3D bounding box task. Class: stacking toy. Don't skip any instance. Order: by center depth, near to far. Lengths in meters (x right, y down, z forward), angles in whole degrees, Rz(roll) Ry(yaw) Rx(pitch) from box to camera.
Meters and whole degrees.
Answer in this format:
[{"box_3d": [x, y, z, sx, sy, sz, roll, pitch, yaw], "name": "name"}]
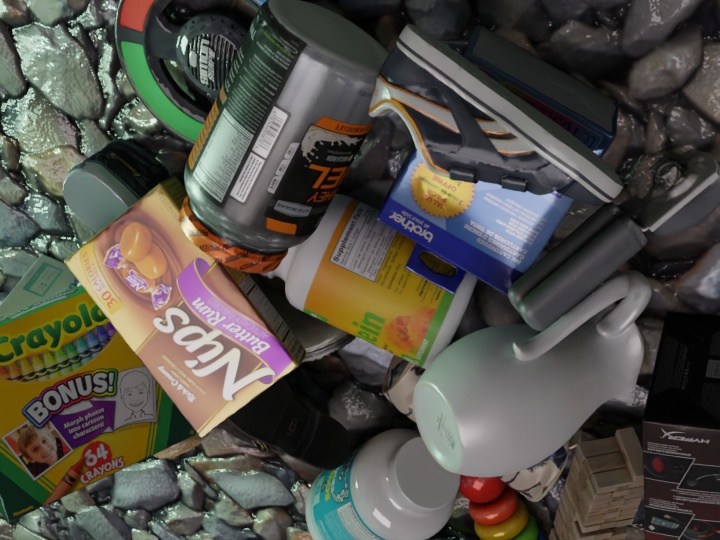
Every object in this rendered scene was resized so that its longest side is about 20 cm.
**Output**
[{"box_3d": [0.149, 0.271, 1.321, 0.085, 0.086, 0.201, -14, 114, 31], "name": "stacking toy"}]

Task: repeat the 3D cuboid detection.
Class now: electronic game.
[{"box_3d": [-0.121, -0.186, 1.104, 0.198, 0.042, 0.202, 12, 129, 14], "name": "electronic game"}]

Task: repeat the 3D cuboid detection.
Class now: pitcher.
[{"box_3d": [0.151, 0.082, 1.080, 0.122, 0.198, 0.173, 54, 153, 34], "name": "pitcher"}]

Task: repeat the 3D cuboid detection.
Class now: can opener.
[{"box_3d": [0.214, -0.019, 1.030, 0.200, 0.053, 0.067, -41, 119, 5], "name": "can opener"}]

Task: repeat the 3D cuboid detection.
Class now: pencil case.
[{"box_3d": [0.112, 0.133, 1.226, 0.199, 0.078, 0.090, 35, 109, -5], "name": "pencil case"}]

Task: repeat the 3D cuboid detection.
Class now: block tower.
[{"box_3d": [0.227, 0.232, 1.237, 0.057, 0.054, 0.201, -8, 140, -12], "name": "block tower"}]

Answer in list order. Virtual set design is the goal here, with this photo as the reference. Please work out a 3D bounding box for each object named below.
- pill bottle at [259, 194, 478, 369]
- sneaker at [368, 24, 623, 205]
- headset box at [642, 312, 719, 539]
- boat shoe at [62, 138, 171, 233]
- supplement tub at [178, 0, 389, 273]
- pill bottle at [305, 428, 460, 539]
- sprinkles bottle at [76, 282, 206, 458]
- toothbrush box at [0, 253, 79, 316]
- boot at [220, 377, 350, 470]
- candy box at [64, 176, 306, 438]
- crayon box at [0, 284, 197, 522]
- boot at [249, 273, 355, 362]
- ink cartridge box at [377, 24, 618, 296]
[{"box_3d": [0.000, 0.000, 1.149, 0.198, 0.111, 0.112, 25, 131, 3], "name": "pill bottle"}, {"box_3d": [0.097, -0.095, 0.953, 0.199, 0.078, 0.080, 36, 106, 7], "name": "sneaker"}, {"box_3d": [0.296, 0.163, 1.126, 0.074, 0.149, 0.202, 4, 127, 20], "name": "headset box"}, {"box_3d": [-0.185, -0.037, 1.207, 0.071, 0.091, 0.201, -33, 103, 32], "name": "boat shoe"}, {"box_3d": [-0.065, -0.105, 1.031, 0.122, 0.123, 0.201, 29, 115, -1], "name": "supplement tub"}, {"box_3d": [0.026, 0.224, 1.276, 0.110, 0.111, 0.200, 36, 149, -7], "name": "pill bottle"}, {"box_3d": [-0.221, 0.091, 1.314, 0.068, 0.068, 0.202, -12, 108, 30], "name": "sprinkles bottle"}, {"box_3d": [-0.345, 0.110, 1.353, 0.085, 0.147, 0.201, 23, 132, 2], "name": "toothbrush box"}, {"box_3d": [-0.117, 0.141, 1.289, 0.200, 0.070, 0.173, 42, 159, -27], "name": "boot"}, {"box_3d": [-0.154, 0.033, 1.137, 0.116, 0.056, 0.201, -35, 95, 11], "name": "candy box"}, {"box_3d": [-0.277, 0.113, 1.217, 0.058, 0.198, 0.174, 11, 121, 62], "name": "crayon box"}, {"box_3d": [-0.101, 0.021, 1.241, 0.198, 0.068, 0.132, -5, 118, 25], "name": "boot"}, {"box_3d": [0.105, -0.076, 1.053, 0.135, 0.077, 0.201, 29, 123, 0], "name": "ink cartridge box"}]
